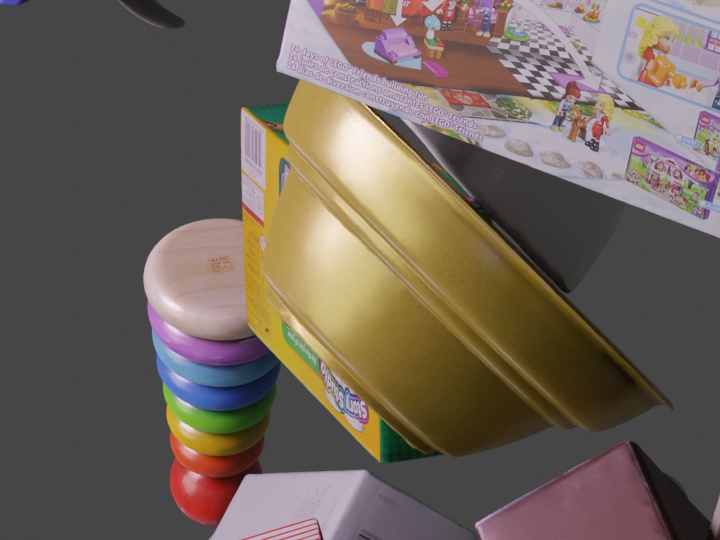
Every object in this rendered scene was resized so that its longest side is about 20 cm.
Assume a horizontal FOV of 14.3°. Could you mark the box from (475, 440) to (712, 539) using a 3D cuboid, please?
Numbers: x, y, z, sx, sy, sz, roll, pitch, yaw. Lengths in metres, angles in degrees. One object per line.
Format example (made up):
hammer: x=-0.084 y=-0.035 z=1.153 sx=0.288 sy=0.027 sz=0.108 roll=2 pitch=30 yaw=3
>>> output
box: x=0.118 y=0.172 z=1.022 sx=0.100 sy=0.075 sz=0.200 roll=44 pitch=-158 yaw=-53

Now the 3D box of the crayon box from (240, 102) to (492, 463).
crayon box: x=0.000 y=0.000 z=1.378 sx=0.200 sy=0.058 sz=0.119 roll=-139 pitch=44 yaw=-62

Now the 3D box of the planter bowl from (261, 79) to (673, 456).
planter bowl: x=0.022 y=0.012 z=1.113 sx=0.200 sy=0.083 sz=0.200 roll=44 pitch=-177 yaw=-3

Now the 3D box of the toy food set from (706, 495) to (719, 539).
toy food set: x=0.174 y=0.116 z=0.922 sx=0.200 sy=0.060 sz=0.144 roll=-116 pitch=27 yaw=-43

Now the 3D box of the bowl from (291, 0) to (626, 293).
bowl: x=0.027 y=-0.098 z=1.107 sx=0.200 sy=0.075 sz=0.200 roll=48 pitch=-178 yaw=25

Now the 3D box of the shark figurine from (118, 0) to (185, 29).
shark figurine: x=-0.139 y=-0.232 z=1.704 sx=0.090 sy=0.128 sz=0.215 roll=-48 pitch=28 yaw=33

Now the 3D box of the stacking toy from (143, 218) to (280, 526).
stacking toy: x=-0.082 y=0.069 z=1.615 sx=0.200 sy=0.085 sz=0.085 roll=96 pitch=157 yaw=-43

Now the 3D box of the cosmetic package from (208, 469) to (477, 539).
cosmetic package: x=-0.023 y=0.158 z=1.425 sx=0.102 sy=0.074 sz=0.200 roll=-62 pitch=13 yaw=-12

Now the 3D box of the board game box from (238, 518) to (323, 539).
board game box: x=-0.009 y=0.222 z=1.247 sx=0.152 sy=0.046 sz=0.201 roll=-113 pitch=7 yaw=-82

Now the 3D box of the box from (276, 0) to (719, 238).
box: x=0.079 y=-0.098 z=0.932 sx=0.200 sy=0.039 sz=0.137 roll=22 pitch=119 yaw=16

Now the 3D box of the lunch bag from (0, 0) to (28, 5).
lunch bag: x=-0.269 y=-0.294 z=2.029 sx=0.200 sy=0.094 sz=0.151 roll=49 pitch=142 yaw=38
